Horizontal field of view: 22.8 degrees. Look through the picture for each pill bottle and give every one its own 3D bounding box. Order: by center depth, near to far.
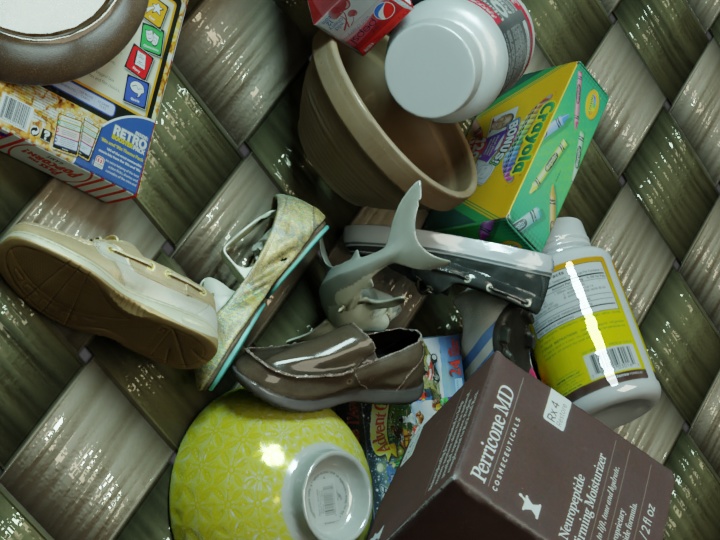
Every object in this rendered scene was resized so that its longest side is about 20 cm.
[{"bbox_3d":[0.085,-0.193,1.594,0.200,0.110,0.112,-44,117,-67],"label":"pill bottle"},{"bbox_3d":[0.215,0.053,1.764,0.109,0.109,0.202,4,59,-42],"label":"pill bottle"}]

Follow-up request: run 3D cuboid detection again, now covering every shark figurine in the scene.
[{"bbox_3d":[-0.009,-0.003,1.575,0.127,0.215,0.090,-14,72,-16],"label":"shark figurine"}]

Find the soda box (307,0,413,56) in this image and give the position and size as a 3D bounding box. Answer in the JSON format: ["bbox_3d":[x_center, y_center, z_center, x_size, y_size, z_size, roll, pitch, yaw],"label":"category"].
[{"bbox_3d":[-0.015,-0.288,1.589,0.063,0.070,0.201,28,35,-37],"label":"soda box"}]

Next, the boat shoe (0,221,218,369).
[{"bbox_3d":[-0.202,0.010,1.447,0.199,0.074,0.070,31,41,-25],"label":"boat shoe"}]

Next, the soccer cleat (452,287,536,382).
[{"bbox_3d":[0.131,0.104,1.741,0.070,0.086,0.202,-29,127,-35],"label":"soccer cleat"}]

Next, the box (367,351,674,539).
[{"bbox_3d":[0.136,0.217,1.541,0.199,0.164,0.166,34,41,-8],"label":"box"}]

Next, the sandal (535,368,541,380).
[{"bbox_3d":[0.212,0.152,1.811,0.081,0.054,0.202,32,65,-35],"label":"sandal"}]

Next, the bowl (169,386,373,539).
[{"bbox_3d":[-0.054,0.196,1.528,0.199,0.107,0.203,6,81,-42],"label":"bowl"}]

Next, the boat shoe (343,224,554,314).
[{"bbox_3d":[0.079,-0.003,1.648,0.198,0.069,0.057,10,87,0],"label":"boat shoe"}]

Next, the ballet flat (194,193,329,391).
[{"bbox_3d":[-0.102,0.013,1.541,0.071,0.070,0.201,49,60,-26],"label":"ballet flat"}]

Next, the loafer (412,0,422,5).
[{"bbox_3d":[0.056,-0.272,1.701,0.200,0.068,0.071,-18,93,-54],"label":"loafer"}]

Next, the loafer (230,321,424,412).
[{"bbox_3d":[-0.025,0.074,1.550,0.199,0.073,0.072,-1,114,-40],"label":"loafer"}]

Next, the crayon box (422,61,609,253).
[{"bbox_3d":[0.152,-0.103,1.746,0.058,0.118,0.201,44,58,-29],"label":"crayon box"}]

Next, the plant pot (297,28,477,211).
[{"bbox_3d":[0.009,-0.124,1.609,0.201,0.092,0.202,43,24,-24],"label":"plant pot"}]

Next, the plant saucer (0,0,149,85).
[{"bbox_3d":[-0.258,-0.245,1.395,0.198,0.032,0.202,5,75,-18],"label":"plant saucer"}]

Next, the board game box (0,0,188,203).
[{"bbox_3d":[-0.227,-0.177,1.458,0.151,0.046,0.202,28,67,-36],"label":"board game box"}]

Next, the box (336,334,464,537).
[{"bbox_3d":[0.044,0.166,1.668,0.136,0.037,0.202,-5,88,-43],"label":"box"}]
